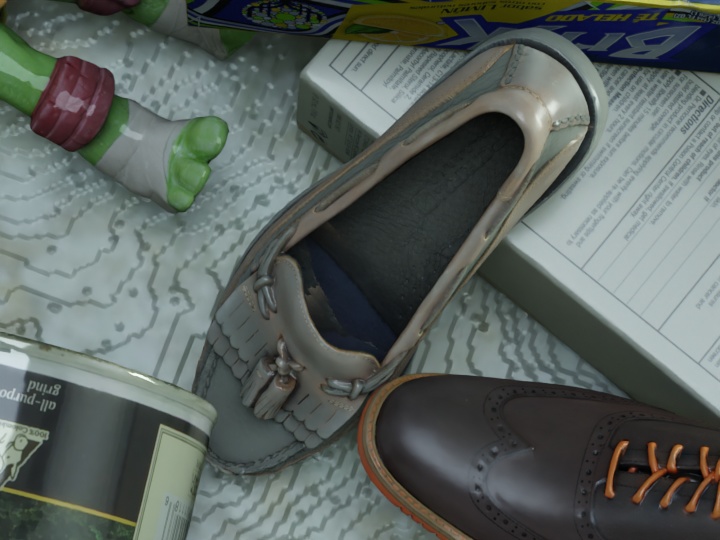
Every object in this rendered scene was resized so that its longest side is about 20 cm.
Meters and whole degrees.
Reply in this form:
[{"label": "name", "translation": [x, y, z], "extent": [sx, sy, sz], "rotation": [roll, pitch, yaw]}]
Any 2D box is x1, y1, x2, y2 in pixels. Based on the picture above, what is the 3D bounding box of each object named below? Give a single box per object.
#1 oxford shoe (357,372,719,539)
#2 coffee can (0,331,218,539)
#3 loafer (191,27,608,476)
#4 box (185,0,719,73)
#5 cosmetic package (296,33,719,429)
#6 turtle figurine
[{"label": "oxford shoe", "translation": [0.099, 0.069, 0.761], "extent": [0.200, 0.073, 0.071], "rotation": [16, 63, -5]}, {"label": "coffee can", "translation": [-0.138, 0.126, 0.755], "extent": [0.146, 0.146, 0.200], "rotation": [12, 78, 0]}, {"label": "loafer", "translation": [0.000, 0.000, 0.779], "extent": [0.072, 0.063, 0.200], "rotation": [43, 116, 2]}, {"label": "box", "translation": [0.043, -0.114, 0.780], "extent": [0.199, 0.064, 0.070], "rotation": [5, 77, -2]}, {"label": "cosmetic package", "translation": [0.084, -0.036, 0.834], "extent": [0.200, 0.073, 0.104], "rotation": [40, 80, 5]}, {"label": "turtle figurine", "translation": [-0.122, -0.108, 0.789], "extent": [0.194, 0.200, 0.144], "rotation": [23, 35, -18]}]
